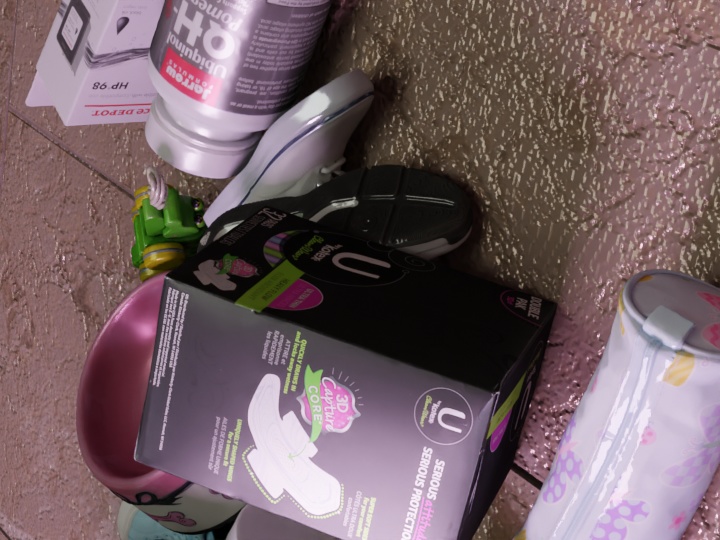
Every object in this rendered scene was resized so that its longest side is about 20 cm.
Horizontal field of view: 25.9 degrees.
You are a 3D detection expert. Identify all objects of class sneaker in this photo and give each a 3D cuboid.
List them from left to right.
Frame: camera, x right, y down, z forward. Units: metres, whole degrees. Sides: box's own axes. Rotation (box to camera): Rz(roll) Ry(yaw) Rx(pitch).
[{"bbox_3d":[-0.131,0.194,1.231,0.200,0.074,0.082,-49,52,44],"label":"sneaker"},{"bbox_3d":[-0.037,-0.063,1.087,0.071,0.073,0.200,52,140,7],"label":"sneaker"},{"bbox_3d":[0.000,0.000,1.049,0.200,0.115,0.076,-8,44,30],"label":"sneaker"}]

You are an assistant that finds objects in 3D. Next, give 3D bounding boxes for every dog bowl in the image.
[{"bbox_3d":[-0.131,0.088,1.154,0.200,0.074,0.201,-23,55,38],"label":"dog bowl"}]

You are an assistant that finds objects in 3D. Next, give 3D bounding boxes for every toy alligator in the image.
[{"bbox_3d":[-0.140,-0.037,1.184,0.200,0.054,0.060,126,135,-70],"label":"toy alligator"}]

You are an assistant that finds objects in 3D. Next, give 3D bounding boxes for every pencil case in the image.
[{"bbox_3d":[0.146,0.098,0.838,0.083,0.090,0.201,46,128,39],"label":"pencil case"}]

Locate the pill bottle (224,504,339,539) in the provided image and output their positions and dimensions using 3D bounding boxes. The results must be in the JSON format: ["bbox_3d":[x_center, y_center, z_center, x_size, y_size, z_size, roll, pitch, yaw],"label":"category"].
[{"bbox_3d":[-0.075,0.263,1.134,0.114,0.114,0.200,53,134,34],"label":"pill bottle"}]

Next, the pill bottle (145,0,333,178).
[{"bbox_3d":[-0.085,-0.167,1.087,0.111,0.110,0.200,51,132,35],"label":"pill bottle"}]

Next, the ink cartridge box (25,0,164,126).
[{"bbox_3d":[-0.169,-0.176,1.194,0.067,0.116,0.200,59,137,27],"label":"ink cartridge box"}]

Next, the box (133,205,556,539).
[{"bbox_3d":[-0.006,0.064,0.921,0.199,0.149,0.125,19,114,14],"label":"box"}]
